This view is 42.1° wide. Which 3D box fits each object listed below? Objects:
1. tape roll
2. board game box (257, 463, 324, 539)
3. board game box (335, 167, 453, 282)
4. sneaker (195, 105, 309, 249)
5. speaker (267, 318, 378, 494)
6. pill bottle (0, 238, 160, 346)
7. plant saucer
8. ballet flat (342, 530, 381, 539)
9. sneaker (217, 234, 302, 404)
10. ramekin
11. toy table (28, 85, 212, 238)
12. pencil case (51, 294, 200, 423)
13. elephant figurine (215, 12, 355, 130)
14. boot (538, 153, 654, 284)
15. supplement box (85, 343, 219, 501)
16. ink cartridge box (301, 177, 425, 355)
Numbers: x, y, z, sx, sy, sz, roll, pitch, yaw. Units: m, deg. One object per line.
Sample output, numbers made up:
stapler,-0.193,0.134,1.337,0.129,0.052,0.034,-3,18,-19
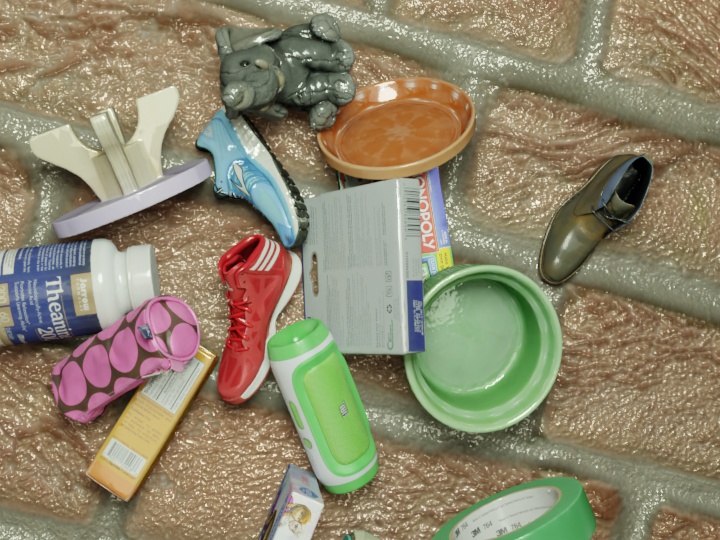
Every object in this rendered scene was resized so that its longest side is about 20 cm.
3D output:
tape roll,0.181,0.312,1.115,0.197,0.200,0.049,-23,89,-7
board game box,-0.102,0.339,1.083,0.040,0.199,0.204,22,84,-4
board game box,0.044,-0.068,1.205,0.131,0.029,0.205,-9,88,-6
sneaker,-0.136,-0.106,1.170,0.089,0.078,0.202,-35,78,6
speaker,-0.044,0.165,1.136,0.087,0.088,0.204,-23,106,-7
pill bottle,-0.343,0.023,1.116,0.195,0.111,0.114,-8,88,-6
plant saucer,0.044,-0.172,1.148,0.196,0.202,0.033,-18,131,-6
ballet flat,-0.011,0.428,1.158,0.061,0.067,0.205,16,86,-15
sneaker,-0.150,0.051,1.127,0.077,0.115,0.204,7,72,35
ramekin,0.141,0.088,1.158,0.195,0.098,0.205,-1,98,-8
toy table,-0.287,-0.131,1.107,0.197,0.183,0.119,-25,106,-18
pencil case,-0.275,0.108,1.083,0.198,0.090,0.095,-32,65,32
elephant figurine,-0.114,-0.230,1.087,0.197,0.155,0.144,-15,76,-34
boot,0.300,-0.071,1.198,0.074,0.097,0.202,35,84,-3
supplement box,-0.251,0.175,1.143,0.068,0.067,0.202,33,84,0
ink cartridge box,0.000,0.000,1.135,0.043,0.198,0.202,-1,88,-37
